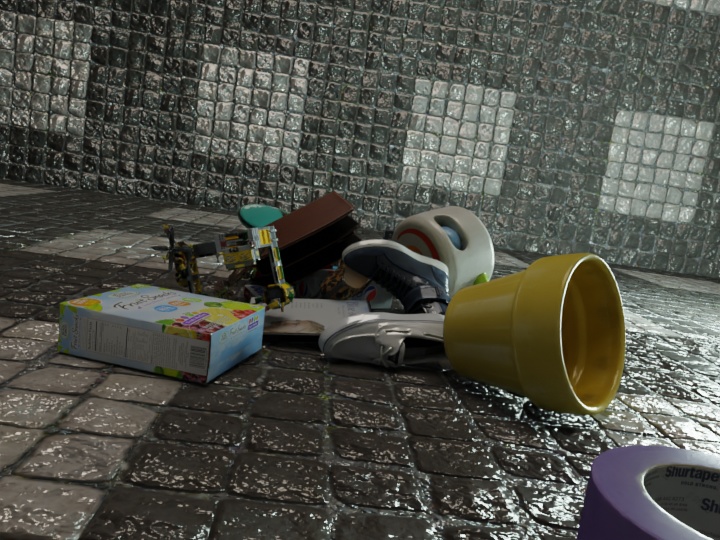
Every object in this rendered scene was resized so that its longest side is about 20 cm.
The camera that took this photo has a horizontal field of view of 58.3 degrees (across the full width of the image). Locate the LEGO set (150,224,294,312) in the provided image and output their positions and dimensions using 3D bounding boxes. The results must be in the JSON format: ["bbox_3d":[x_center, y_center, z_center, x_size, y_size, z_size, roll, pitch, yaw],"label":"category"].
[{"bbox_3d":[-0.200,0.007,0.938,0.200,0.154,0.116,-1,5,11],"label":"LEGO set"}]

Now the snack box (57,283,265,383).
[{"bbox_3d":[-0.246,0.073,0.825,0.200,0.068,0.169,8,9,12],"label":"snack box"}]

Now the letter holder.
[{"bbox_3d":[-0.096,-0.045,1.171,0.200,0.101,0.142,-28,24,-9],"label":"letter holder"}]

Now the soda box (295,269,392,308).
[{"bbox_3d":[-0.027,0.037,1.272,0.200,0.068,0.063,1,13,-39],"label":"soda box"}]

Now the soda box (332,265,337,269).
[{"bbox_3d":[-0.027,0.015,1.435,0.068,0.064,0.200,8,9,0],"label":"soda box"}]

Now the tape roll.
[{"bbox_3d":[0.247,0.197,0.425,0.200,0.085,0.200,9,9,-1],"label":"tape roll"}]

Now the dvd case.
[{"bbox_3d":[-0.077,0.076,1.001,0.200,0.018,0.143,2,19,-6],"label":"dvd case"}]

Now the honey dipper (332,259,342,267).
[{"bbox_3d":[0.010,-0.005,1.262,0.200,0.038,0.038,20,13,26],"label":"honey dipper"}]

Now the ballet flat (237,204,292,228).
[{"bbox_3d":[-0.168,-0.095,1.378,0.200,0.067,0.070,6,-20,-20],"label":"ballet flat"}]

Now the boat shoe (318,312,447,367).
[{"bbox_3d":[0.043,0.102,0.906,0.200,0.074,0.065,-7,38,-14],"label":"boat shoe"}]

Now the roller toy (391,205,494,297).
[{"bbox_3d":[0.149,-0.025,1.245,0.140,0.183,0.200,-17,16,-33],"label":"roller toy"}]

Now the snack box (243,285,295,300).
[{"bbox_3d":[-0.150,0.060,1.148,0.072,0.024,0.200,3,10,-24],"label":"snack box"}]

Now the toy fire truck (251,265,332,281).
[{"bbox_3d":[-0.132,-0.016,1.359,0.176,0.129,0.200,5,15,-23],"label":"toy fire truck"}]

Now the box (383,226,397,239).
[{"bbox_3d":[0.143,-0.014,1.506,0.200,0.149,0.107,8,9,2],"label":"box"}]

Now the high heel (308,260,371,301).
[{"bbox_3d":[0.000,0.000,1.150,0.200,0.071,0.143,-40,3,-28],"label":"high heel"}]

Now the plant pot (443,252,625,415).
[{"bbox_3d":[0.221,0.082,0.855,0.189,0.201,0.201,-4,-2,43],"label":"plant pot"}]

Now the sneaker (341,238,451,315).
[{"bbox_3d":[0.066,0.033,1.068,0.202,0.077,0.146,15,47,-20],"label":"sneaker"}]
